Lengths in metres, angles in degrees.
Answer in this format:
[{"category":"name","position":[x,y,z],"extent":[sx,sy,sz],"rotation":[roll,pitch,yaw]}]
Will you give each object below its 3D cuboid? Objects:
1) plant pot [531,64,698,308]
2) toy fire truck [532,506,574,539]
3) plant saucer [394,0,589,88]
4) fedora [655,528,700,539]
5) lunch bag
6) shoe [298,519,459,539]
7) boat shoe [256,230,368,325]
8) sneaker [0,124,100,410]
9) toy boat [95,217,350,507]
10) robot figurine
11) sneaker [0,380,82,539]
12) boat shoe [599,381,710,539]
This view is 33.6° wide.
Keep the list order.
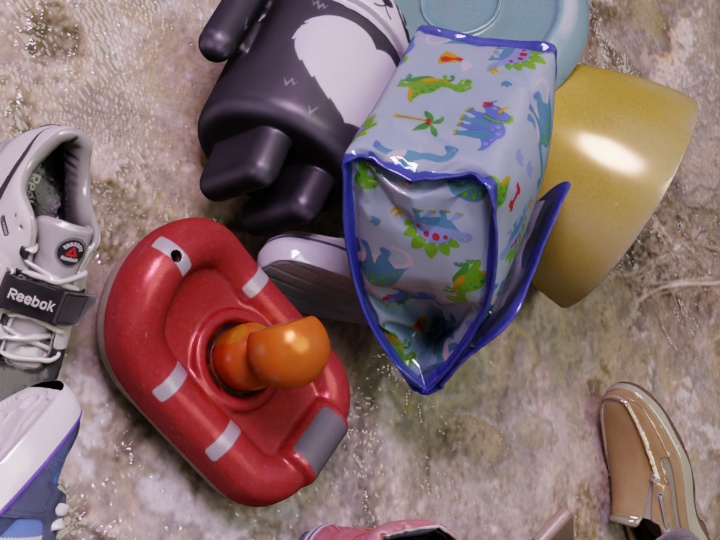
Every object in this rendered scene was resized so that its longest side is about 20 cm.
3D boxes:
[{"category":"plant pot","position":[0.157,-0.090,0.977],"extent":[0.142,0.200,0.200],"rotation":[30,58,-4]},{"category":"toy fire truck","position":[0.148,0.285,0.895],"extent":[0.200,0.129,0.176],"rotation":[51,53,-12]},{"category":"plant saucer","position":[0.079,-0.205,0.941],"extent":[0.027,0.200,0.200],"rotation":[74,26,-63]},{"category":"fedora","position":[0.177,0.264,0.799],"extent":[0.200,0.090,0.177],"rotation":[50,56,-32]},{"category":"lunch bag","position":[0.068,-0.037,0.823],"extent":[0.170,0.127,0.200],"rotation":[-60,158,-44]},{"category":"shoe","position":[0.053,0.228,0.850],"extent":[0.200,0.091,0.072],"rotation":[29,61,-32]},{"category":"boat shoe","position":[0.000,0.000,0.890],"extent":[0.200,0.074,0.067],"rotation":[26,55,-46]},{"category":"sneaker","position":[-0.197,0.005,0.707],"extent":[0.074,0.088,0.200],"rotation":[12,72,-38]},{"category":"toy boat","position":[-0.071,0.054,0.768],"extent":[0.200,0.131,0.131],"rotation":[50,52,-18]},{"category":"robot figurine","position":[-0.038,-0.123,0.845],"extent":[0.150,0.125,0.200],"rotation":[82,26,-57]},{"category":"sneaker","position":[-0.192,0.178,0.660],"extent":[0.146,0.081,0.200],"rotation":[54,56,-28]},{"category":"boat shoe","position":[0.247,0.198,1.039],"extent":[0.076,0.072,0.200],"rotation":[-25,95,-29]}]
